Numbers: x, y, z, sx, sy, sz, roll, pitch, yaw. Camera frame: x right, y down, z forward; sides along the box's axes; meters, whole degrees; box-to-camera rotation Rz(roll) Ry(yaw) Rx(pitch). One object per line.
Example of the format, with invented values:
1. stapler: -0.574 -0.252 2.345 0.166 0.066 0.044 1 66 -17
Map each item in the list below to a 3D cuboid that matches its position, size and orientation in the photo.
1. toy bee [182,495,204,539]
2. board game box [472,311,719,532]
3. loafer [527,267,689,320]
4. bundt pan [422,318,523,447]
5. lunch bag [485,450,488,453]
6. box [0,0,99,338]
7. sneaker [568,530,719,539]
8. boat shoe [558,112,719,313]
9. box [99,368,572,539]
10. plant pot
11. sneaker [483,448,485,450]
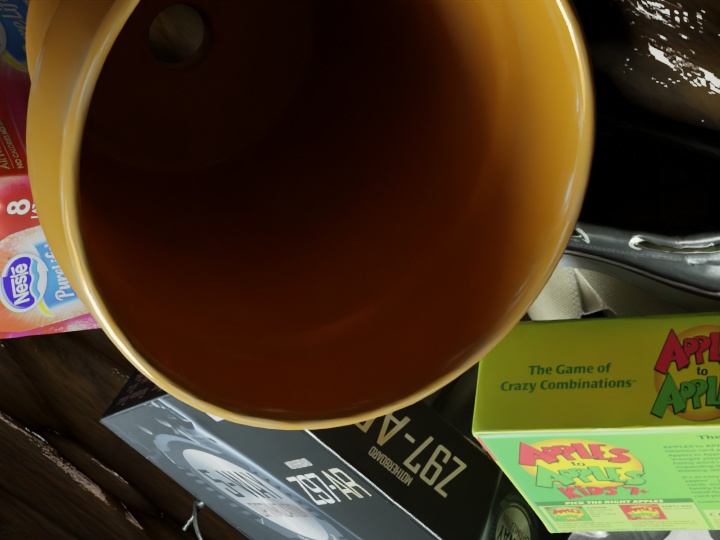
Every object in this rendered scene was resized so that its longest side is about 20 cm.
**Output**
1. toy bee: -0.077 0.029 1.291 0.130 0.201 0.109 22 -173 -12
2. board game box: 0.153 0.057 0.917 0.198 0.048 0.102 -4 151 22
3. loafer: 0.090 0.000 1.017 0.199 0.068 0.076 30 163 21
4. bundt pan: 0.000 0.000 1.131 0.202 0.076 0.202 43 -178 -2
5. lunch bag: 0.125 0.127 1.137 0.199 0.161 0.076 15 154 50
6. box: -0.156 -0.070 1.090 0.200 0.099 0.096 58 143 41
7. sneaker: 0.153 0.073 1.042 0.198 0.084 0.081 1 140 23
8. boat shoe: 0.088 -0.035 0.942 0.199 0.069 0.057 18 151 34
9. box: -0.016 0.087 1.077 0.160 0.044 0.200 40 160 -12
10. plant pot: -0.041 -0.067 0.915 0.200 0.200 0.183 45 177 -30
11. sneaker: 0.046 0.098 1.337 0.200 0.100 0.071 39 162 -16
